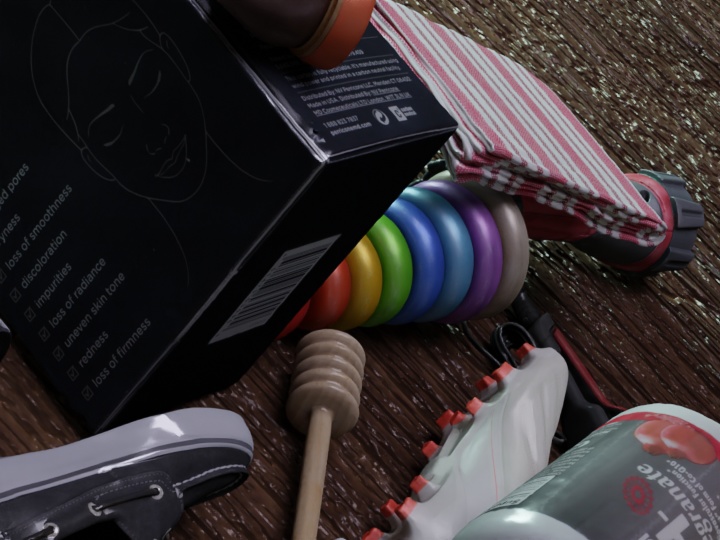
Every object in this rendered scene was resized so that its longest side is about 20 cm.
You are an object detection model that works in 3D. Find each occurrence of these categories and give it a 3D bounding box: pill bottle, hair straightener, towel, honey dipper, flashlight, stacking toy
[{"bbox_3d":[0.103,0.148,1.149,0.111,0.111,0.200,48,42,11],"label":"pill bottle"},{"bbox_3d":[0.112,0.069,1.374,0.077,0.041,0.200,6,46,-43],"label":"hair straightener"},{"bbox_3d":[0.081,-0.083,1.407,0.200,0.030,0.147,20,29,-50],"label":"towel"},{"bbox_3d":[-0.023,0.106,1.197,0.038,0.038,0.200,29,36,-18],"label":"honey dipper"},{"bbox_3d":[0.122,-0.033,1.484,0.200,0.068,0.068,4,50,-45],"label":"flashlight"},{"bbox_3d":[0.000,0.000,1.313,0.200,0.085,0.085,-14,61,-47],"label":"stacking toy"}]

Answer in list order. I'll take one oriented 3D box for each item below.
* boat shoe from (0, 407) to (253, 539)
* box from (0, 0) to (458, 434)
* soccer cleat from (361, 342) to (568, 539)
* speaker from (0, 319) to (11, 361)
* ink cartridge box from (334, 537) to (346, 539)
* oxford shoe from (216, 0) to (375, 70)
[{"bbox_3d":[-0.116,0.110,1.068,0.200,0.070,0.066,-8,64,-49],"label":"boat shoe"},{"bbox_3d":[-0.098,-0.067,1.171,0.197,0.200,0.124,50,32,14],"label":"box"},{"bbox_3d":[0.067,0.111,1.262,0.078,0.069,0.200,44,39,-4],"label":"soccer cleat"},{"bbox_3d":[-0.245,-0.020,1.074,0.200,0.081,0.081,47,33,9],"label":"speaker"},{"bbox_3d":[0.000,0.230,1.027,0.200,0.083,0.146,48,33,13],"label":"ink cartridge box"},{"bbox_3d":[-0.039,-0.178,1.115,0.072,0.071,0.200,20,37,-25],"label":"oxford shoe"}]
